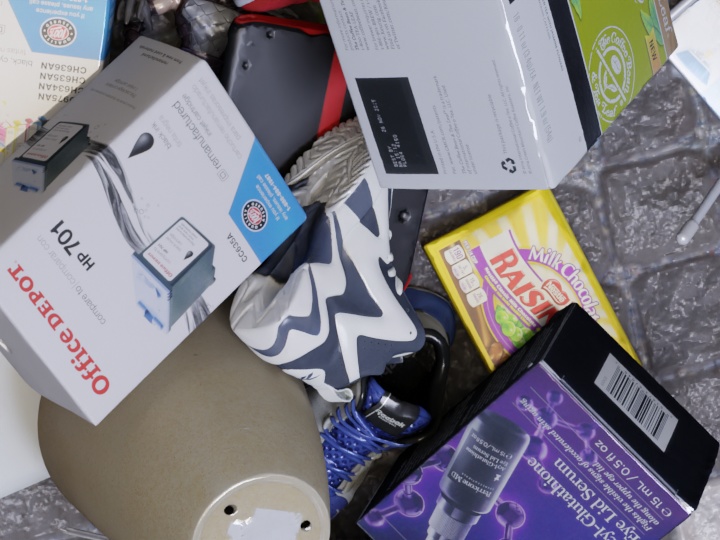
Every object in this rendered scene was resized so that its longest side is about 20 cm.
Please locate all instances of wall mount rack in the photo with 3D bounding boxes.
[{"bbox_3d":[0.246,-0.125,1.552,0.174,0.075,0.200,-42,101,5],"label":"wall mount rack"}]

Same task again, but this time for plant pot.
[{"bbox_3d":[-0.096,0.132,1.446,0.187,0.200,0.188,-9,114,-20],"label":"plant pot"}]

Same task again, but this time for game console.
[{"bbox_3d":[-0.029,-0.071,1.534,0.176,0.031,0.201,5,104,-26],"label":"game console"}]

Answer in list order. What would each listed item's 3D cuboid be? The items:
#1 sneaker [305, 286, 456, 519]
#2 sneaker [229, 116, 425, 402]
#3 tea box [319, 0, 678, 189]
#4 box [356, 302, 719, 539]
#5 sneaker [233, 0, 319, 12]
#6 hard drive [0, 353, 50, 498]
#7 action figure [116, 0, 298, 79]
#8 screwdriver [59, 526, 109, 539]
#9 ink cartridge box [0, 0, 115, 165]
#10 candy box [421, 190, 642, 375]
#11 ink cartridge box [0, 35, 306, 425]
[{"bbox_3d":[-0.002,0.104,1.562,0.080,0.115,0.200,36,97,-10],"label":"sneaker"},{"bbox_3d":[0.000,0.000,1.489,0.079,0.199,0.130,-8,138,37],"label":"sneaker"},{"bbox_3d":[0.084,-0.182,1.380,0.133,0.197,0.200,2,124,35],"label":"tea box"},{"bbox_3d":[0.122,0.147,1.514,0.148,0.104,0.200,43,120,-2],"label":"box"},{"bbox_3d":[0.017,-0.195,1.510,0.200,0.071,0.113,-28,103,-12],"label":"sneaker"},{"bbox_3d":[-0.295,0.108,1.586,0.200,0.026,0.132,-23,103,0],"label":"hard drive"},{"bbox_3d":[-0.116,-0.131,1.528,0.130,0.069,0.201,19,97,-3],"label":"action figure"},{"bbox_3d":[-0.132,0.204,1.582,0.200,0.029,0.028,18,90,-30],"label":"screwdriver"},{"bbox_3d":[-0.247,-0.104,1.483,0.147,0.145,0.201,7,102,-7],"label":"ink cartridge box"},{"bbox_3d":[0.135,0.047,1.584,0.102,0.026,0.200,-28,90,-2],"label":"candy box"},{"bbox_3d":[-0.154,-0.026,1.402,0.200,0.086,0.147,-46,127,-17],"label":"ink cartridge box"}]
